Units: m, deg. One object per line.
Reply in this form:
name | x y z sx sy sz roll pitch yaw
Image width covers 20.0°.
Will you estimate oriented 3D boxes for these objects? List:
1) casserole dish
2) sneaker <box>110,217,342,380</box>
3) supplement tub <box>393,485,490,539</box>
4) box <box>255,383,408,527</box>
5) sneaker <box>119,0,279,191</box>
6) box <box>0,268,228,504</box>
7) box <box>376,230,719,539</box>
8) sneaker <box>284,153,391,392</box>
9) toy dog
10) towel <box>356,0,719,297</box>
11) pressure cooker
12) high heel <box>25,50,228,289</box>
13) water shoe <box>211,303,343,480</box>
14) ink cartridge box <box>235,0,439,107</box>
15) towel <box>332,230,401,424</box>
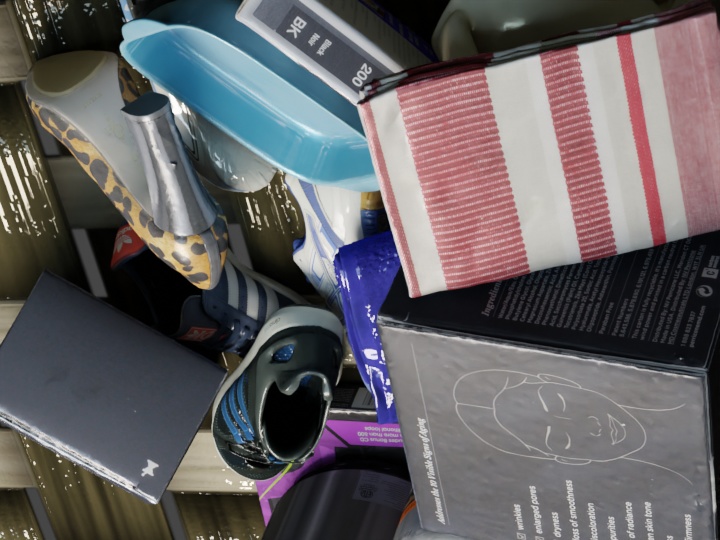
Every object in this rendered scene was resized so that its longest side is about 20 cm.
casserole dish | -0.058 -0.114 1.278 0.200 0.039 0.121 34 159 -27
sneaker | -0.100 0.035 1.456 0.200 0.085 0.075 41 128 -12
supplement tub | 0.095 0.159 1.402 0.122 0.200 0.123 10 130 12
box | -0.007 0.173 1.558 0.142 0.036 0.201 2 126 18
sneaker | -0.117 -0.141 1.348 0.072 0.072 0.201 9 127 56
box | -0.184 0.087 1.447 0.147 0.105 0.200 30 171 -4
box | 0.131 0.070 1.238 0.195 0.124 0.201 8 137 19
sneaker | 0.000 0.000 1.416 0.088 0.075 0.201 14 128 30
toy dog | 0.153 -0.126 1.187 0.199 0.194 0.140 32 117 3
towel | 0.109 -0.064 1.126 0.199 0.023 0.145 -13 125 5
pressure cooker | -0.010 0.257 1.470 0.175 0.200 0.179 -20 117 28
high heel | -0.160 -0.067 1.368 0.200 0.071 0.143 29 144 52
water shoe | -0.063 0.105 1.434 0.071 0.079 0.200 9 141 -10
ink cartridge box | 0.019 -0.122 1.230 0.200 0.198 0.043 35 102 -8
towel | 0.087 0.014 1.357 0.199 0.050 0.148 -15 128 -3
